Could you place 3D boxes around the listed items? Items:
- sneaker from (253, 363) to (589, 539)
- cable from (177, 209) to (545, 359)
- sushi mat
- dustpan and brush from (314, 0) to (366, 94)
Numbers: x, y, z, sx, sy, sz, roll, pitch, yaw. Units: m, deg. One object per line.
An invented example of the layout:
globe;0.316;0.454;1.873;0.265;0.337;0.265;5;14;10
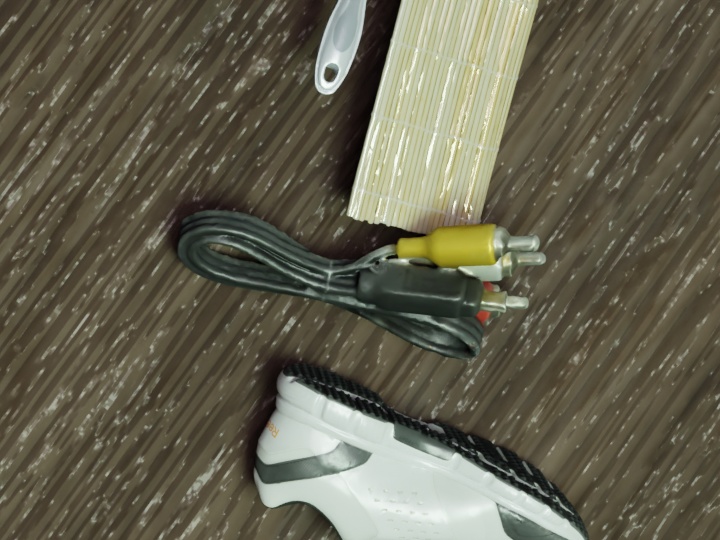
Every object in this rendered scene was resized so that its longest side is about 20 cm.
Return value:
sneaker;0.031;0.124;1.524;0.199;0.074;0.080;24;99;-10
cable;0.000;0.000;1.519;0.199;0.097;0.050;10;56;4
sushi mat;0.053;-0.117;1.515;0.095;0.012;0.201;10;97;-36
dustpan and brush;0.008;-0.190;1.508;0.139;0.057;0.201;21;87;-14
